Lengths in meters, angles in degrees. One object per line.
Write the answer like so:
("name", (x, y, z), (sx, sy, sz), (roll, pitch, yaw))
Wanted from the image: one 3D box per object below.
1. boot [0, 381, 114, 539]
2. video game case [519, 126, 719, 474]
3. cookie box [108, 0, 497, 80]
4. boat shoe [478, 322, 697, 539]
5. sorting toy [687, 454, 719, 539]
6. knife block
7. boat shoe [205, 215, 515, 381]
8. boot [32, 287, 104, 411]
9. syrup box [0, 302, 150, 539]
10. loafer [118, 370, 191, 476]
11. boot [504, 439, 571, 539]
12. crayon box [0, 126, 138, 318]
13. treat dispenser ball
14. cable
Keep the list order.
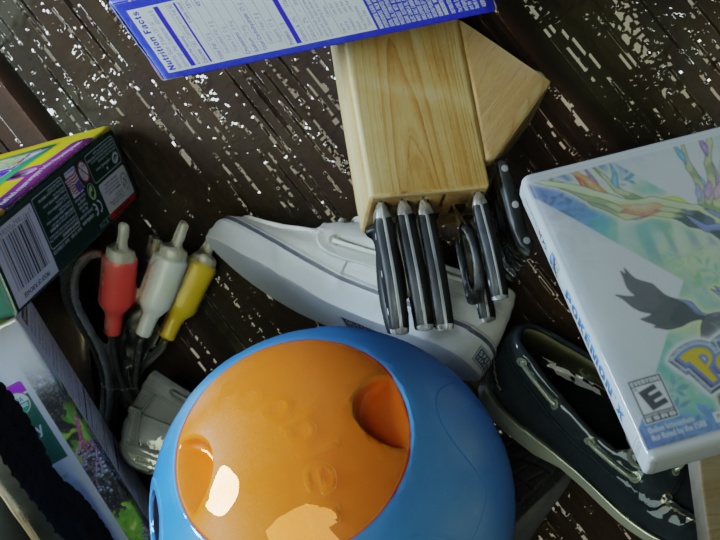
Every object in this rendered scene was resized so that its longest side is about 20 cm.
("boot", (-0.239, 0.147, 0.929), (0.138, 0.077, 0.200), (-26, 114, 6))
("video game case", (0.209, 0.001, 0.869), (0.200, 0.022, 0.182), (-15, 59, -9))
("cookie box", (-0.028, -0.208, 0.913), (0.200, 0.075, 0.171), (-9, 53, 17))
("boat shoe", (0.165, 0.100, 0.966), (0.200, 0.075, 0.062), (37, 137, 14))
("sorting toy", (0.278, 0.139, 0.909), (0.200, 0.070, 0.199), (-12, 105, -8))
("knife block", (0.019, -0.062, 0.937), (0.200, 0.064, 0.176), (36, 72, 6))
("boat shoe", (0.000, 0.000, 1.000), (0.200, 0.072, 0.066), (22, 72, 26))
("boot", (-0.207, 0.110, 1.080), (0.075, 0.074, 0.200), (-1, 98, 6))
("syrup box", (-0.199, 0.111, 1.006), (0.079, 0.081, 0.200), (-28, 113, -2))
("loafer", (-0.052, 0.118, 1.031), (0.200, 0.070, 0.070), (18, 80, -4))
("boot", (0.082, 0.209, 1.015), (0.200, 0.070, 0.132), (-46, 116, -4))
("crayon box", (-0.253, -0.016, 0.994), (0.172, 0.200, 0.058), (-14, 107, 18))
("treat dispenser ball", (-0.015, 0.131, 0.895), (0.201, 0.201, 0.201), (3, 101, 15))
("cable", (-0.150, 0.061, 1.046), (0.097, 0.050, 0.200), (4, 101, -31))
